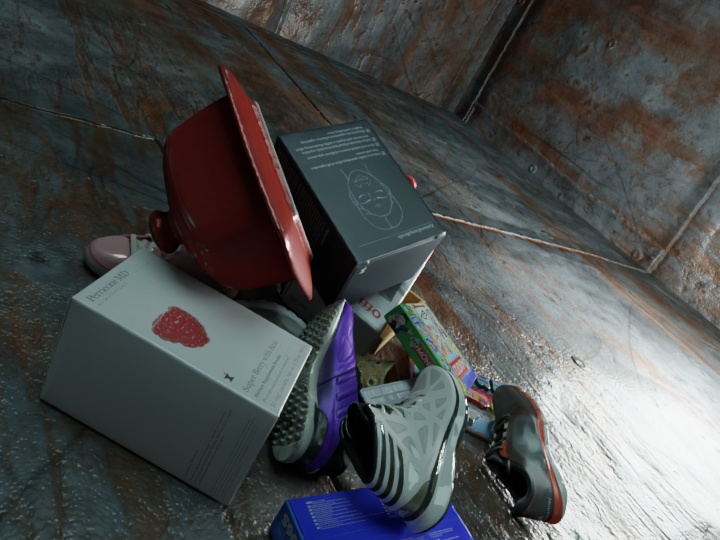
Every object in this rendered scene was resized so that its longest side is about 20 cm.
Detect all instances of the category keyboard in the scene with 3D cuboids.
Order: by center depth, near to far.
[{"bbox_3d":[0.065,0.158,0.719,0.199,0.011,0.057,7,55,-57],"label":"keyboard"}]

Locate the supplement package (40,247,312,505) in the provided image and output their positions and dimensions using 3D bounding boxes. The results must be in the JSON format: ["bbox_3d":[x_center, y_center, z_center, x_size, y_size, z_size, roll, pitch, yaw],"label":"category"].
[{"bbox_3d":[-0.167,0.094,0.560,0.198,0.121,0.122,30,25,-2],"label":"supplement package"}]

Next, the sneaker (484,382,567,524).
[{"bbox_3d":[0.201,0.230,0.784,0.080,0.078,0.202,5,37,-14],"label":"sneaker"}]

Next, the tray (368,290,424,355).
[{"bbox_3d":[0.027,0.060,0.955,0.098,0.037,0.199,37,26,12],"label":"tray"}]

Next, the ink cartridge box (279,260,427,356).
[{"bbox_3d":[0.000,0.000,0.848,0.145,0.085,0.201,38,51,-1],"label":"ink cartridge box"}]

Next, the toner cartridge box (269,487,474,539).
[{"bbox_3d":[0.019,0.257,0.564,0.197,0.044,0.095,10,31,-40],"label":"toner cartridge box"}]

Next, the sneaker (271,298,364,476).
[{"bbox_3d":[-0.029,0.134,0.667,0.099,0.069,0.203,34,50,-25],"label":"sneaker"}]

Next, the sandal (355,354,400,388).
[{"bbox_3d":[0.036,0.148,0.756,0.211,0.070,0.077,38,25,15],"label":"sandal"}]

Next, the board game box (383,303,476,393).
[{"bbox_3d":[0.100,0.108,0.806,0.136,0.029,0.200,55,11,11],"label":"board game box"}]

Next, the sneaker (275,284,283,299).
[{"bbox_3d":[-0.072,-0.014,0.913,0.075,0.088,0.201,27,25,-7],"label":"sneaker"}]

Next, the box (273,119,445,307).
[{"bbox_3d":[-0.015,-0.077,0.767,0.147,0.108,0.202,-18,66,-34],"label":"box"}]

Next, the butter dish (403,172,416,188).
[{"bbox_3d":[0.052,-0.116,1.103,0.198,0.149,0.200,34,-16,9],"label":"butter dish"}]

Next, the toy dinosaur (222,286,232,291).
[{"bbox_3d":[-0.132,-0.050,0.753,0.088,0.047,0.203,36,33,-37],"label":"toy dinosaur"}]

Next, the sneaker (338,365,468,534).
[{"bbox_3d":[0.045,0.146,0.607,0.115,0.075,0.202,43,31,-15],"label":"sneaker"}]

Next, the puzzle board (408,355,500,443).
[{"bbox_3d":[0.162,0.189,0.893,0.197,0.018,0.151,26,25,-11],"label":"puzzle board"}]

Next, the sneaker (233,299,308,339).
[{"bbox_3d":[-0.151,0.079,0.694,0.196,0.075,0.083,17,43,-18],"label":"sneaker"}]

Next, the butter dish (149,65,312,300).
[{"bbox_3d":[-0.142,-0.061,0.608,0.200,0.145,0.203,84,-15,-72],"label":"butter dish"}]

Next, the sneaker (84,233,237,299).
[{"bbox_3d":[-0.230,-0.030,0.744,0.197,0.106,0.076,15,32,-32],"label":"sneaker"}]
